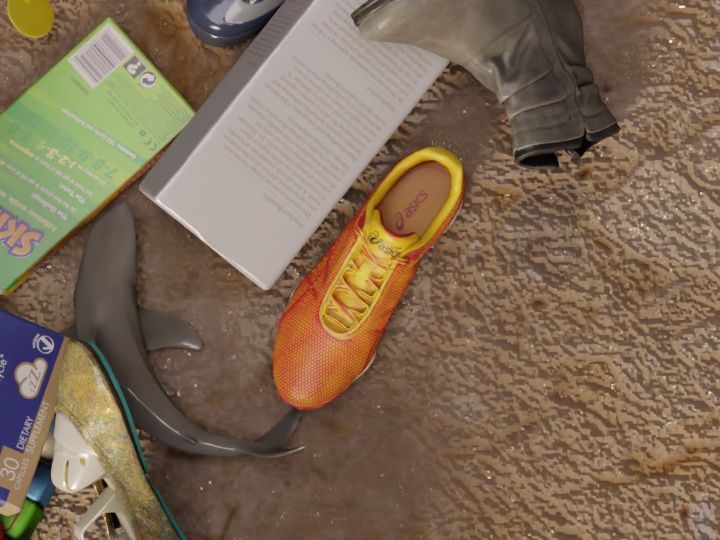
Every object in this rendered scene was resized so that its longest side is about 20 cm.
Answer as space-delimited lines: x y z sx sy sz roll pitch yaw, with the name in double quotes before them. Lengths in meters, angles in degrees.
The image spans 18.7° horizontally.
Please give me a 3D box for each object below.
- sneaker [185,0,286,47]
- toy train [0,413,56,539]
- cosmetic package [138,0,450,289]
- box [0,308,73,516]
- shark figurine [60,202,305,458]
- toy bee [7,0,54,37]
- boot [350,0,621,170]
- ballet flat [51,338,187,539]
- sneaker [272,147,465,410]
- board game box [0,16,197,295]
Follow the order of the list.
"sneaker" -0.047 -0.237 1.479 0.070 0.082 0.200 42 89 7
"toy train" -0.293 0.111 1.471 0.200 0.085 0.116 28 77 6
"cosmetic package" -0.044 -0.099 1.457 0.101 0.071 0.200 40 88 -18
"box" -0.290 0.064 1.394 0.200 0.032 0.121 24 69 -20
"shark figurine" -0.141 0.072 1.458 0.128 0.090 0.214 -42 81 1
"toy bee" -0.218 -0.224 1.494 0.200 0.109 0.131 5 93 30
"boot" 0.091 -0.129 1.417 0.068 0.200 0.131 -28 76 44
"ballet flat" -0.163 0.141 1.423 0.071 0.071 0.200 -20 115 2
"sneaker" 0.000 0.000 1.451 0.073 0.077 0.200 29 84 8
"board game box" -0.214 -0.072 1.505 0.200 0.030 0.096 -42 83 -2
